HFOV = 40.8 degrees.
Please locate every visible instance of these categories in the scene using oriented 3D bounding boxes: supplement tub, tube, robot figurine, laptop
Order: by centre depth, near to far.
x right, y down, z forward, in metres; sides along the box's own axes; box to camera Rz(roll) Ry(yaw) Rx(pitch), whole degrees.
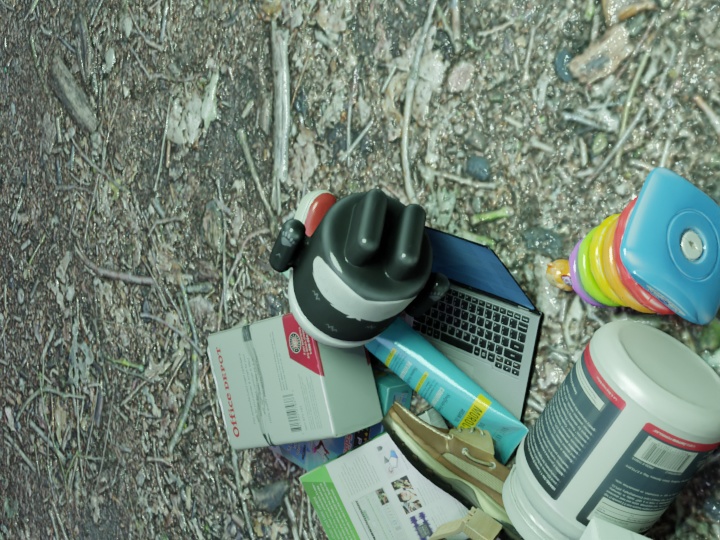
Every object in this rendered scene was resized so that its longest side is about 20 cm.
[{"bbox_3d":[0.229,0.160,0.881,0.140,0.139,0.201,47,123,33],"label":"supplement tub"},{"bbox_3d":[-0.001,-0.002,0.983,0.151,0.124,0.200,52,148,9],"label":"robot figurine"},{"bbox_3d":[0.086,0.049,1.039,0.186,0.115,0.203,21,107,43],"label":"laptop"},{"bbox_3d":[0.093,0.128,1.056,0.199,0.050,0.078,40,145,15],"label":"tube"}]

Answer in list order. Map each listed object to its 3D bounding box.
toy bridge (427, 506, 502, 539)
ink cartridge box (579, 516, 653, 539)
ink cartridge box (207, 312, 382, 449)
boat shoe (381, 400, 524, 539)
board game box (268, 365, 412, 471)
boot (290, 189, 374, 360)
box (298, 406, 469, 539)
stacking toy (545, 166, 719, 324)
[{"bbox_3d":[0.100,0.312,1.036,0.067,0.027,0.201,32,142,22],"label":"toy bridge"},{"bbox_3d":[0.258,0.319,0.825,0.198,0.084,0.147,22,114,-1],"label":"ink cartridge box"},{"bbox_3d":[-0.083,0.128,1.155,0.199,0.083,0.147,-16,86,45],"label":"ink cartridge box"},{"bbox_3d":[0.112,0.203,1.020,0.199,0.074,0.076,40,166,4],"label":"boat shoe"},{"bbox_3d":[-0.030,0.184,1.213,0.199,0.047,0.153,19,106,44],"label":"board game box"},{"bbox_3d":[-0.019,0.009,1.178,0.143,0.072,0.203,18,113,43],"label":"boot"},{"bbox_3d":[0.038,0.262,1.110,0.199,0.036,0.146,-31,81,27],"label":"box"},{"bbox_3d":[0.236,-0.006,0.900,0.199,0.115,0.111,-18,41,62],"label":"stacking toy"}]
